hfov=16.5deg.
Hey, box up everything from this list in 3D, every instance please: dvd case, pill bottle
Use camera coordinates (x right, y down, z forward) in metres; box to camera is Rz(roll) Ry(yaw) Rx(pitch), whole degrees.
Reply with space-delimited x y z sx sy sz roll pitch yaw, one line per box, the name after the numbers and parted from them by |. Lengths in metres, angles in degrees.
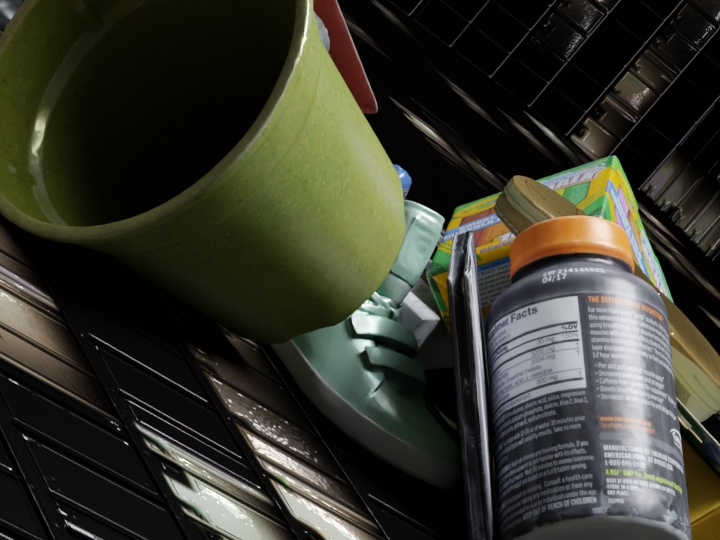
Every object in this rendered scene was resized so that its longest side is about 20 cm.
0.065 0.062 1.426 0.016 0.149 0.200 -4 7 4 | dvd case
0.125 0.070 1.401 0.106 0.106 0.200 31 47 -44 | pill bottle

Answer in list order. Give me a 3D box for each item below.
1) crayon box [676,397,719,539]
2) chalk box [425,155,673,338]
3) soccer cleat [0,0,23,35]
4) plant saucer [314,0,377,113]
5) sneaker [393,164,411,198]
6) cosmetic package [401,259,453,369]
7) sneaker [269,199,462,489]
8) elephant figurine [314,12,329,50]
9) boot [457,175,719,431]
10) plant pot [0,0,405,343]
0.191 0.153 1.482 0.126 0.052 0.200 52 -11 51 | crayon box
0.133 0.007 1.673 0.200 0.125 0.124 -66 135 -71 | chalk box
-0.254 -0.213 1.557 0.068 0.081 0.200 28 15 -51 | soccer cleat
-0.080 -0.198 1.619 0.200 0.037 0.200 27 -37 58 | plant saucer
-0.047 -0.100 1.830 0.200 0.085 0.077 38 10 -12 | sneaker
0.000 0.000 1.668 0.151 0.052 0.200 41 10 12 | cosmetic package
0.015 0.025 1.405 0.200 0.118 0.074 48 11 33 | sneaker
-0.124 -0.111 1.529 0.142 0.200 0.155 55 35 -3 | elephant figurine
0.115 0.052 1.544 0.200 0.155 0.072 45 18 -16 | boot
-0.071 -0.059 1.315 0.200 0.200 0.184 49 2 43 | plant pot
